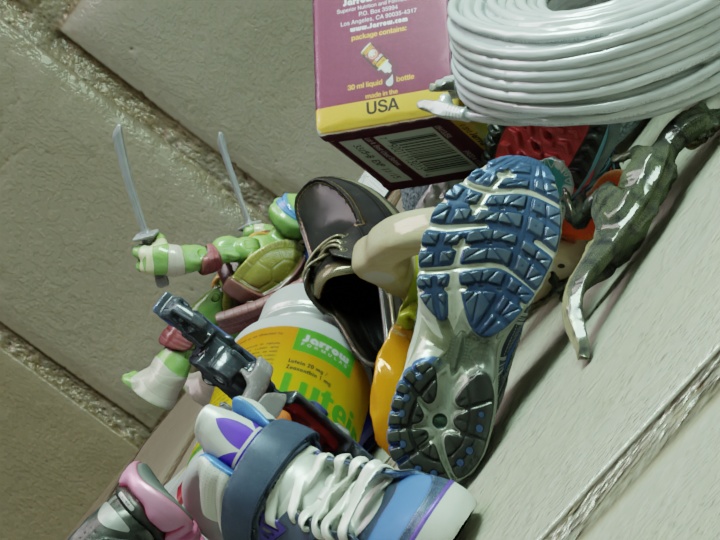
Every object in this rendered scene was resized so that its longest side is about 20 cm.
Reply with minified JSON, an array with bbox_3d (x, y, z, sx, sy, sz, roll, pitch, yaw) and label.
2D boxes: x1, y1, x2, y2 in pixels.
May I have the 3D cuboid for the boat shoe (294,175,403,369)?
[{"bbox_3d":[0.000,0.000,1.802,0.075,0.073,0.200,-54,49,23],"label":"boat shoe"}]

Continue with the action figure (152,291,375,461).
[{"bbox_3d":[-0.072,0.111,1.594,0.105,0.200,0.193,-50,10,-8],"label":"action figure"}]

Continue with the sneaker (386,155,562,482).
[{"bbox_3d":[0.063,0.028,1.468,0.085,0.077,0.200,51,-121,-82],"label":"sneaker"}]

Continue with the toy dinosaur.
[{"bbox_3d":[0.142,-0.022,1.435,0.200,0.047,0.088,-59,14,-28],"label":"toy dinosaur"}]

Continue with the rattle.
[{"bbox_3d":[0.082,0.022,1.556,0.200,0.130,0.143,-11,46,41],"label":"rattle"}]

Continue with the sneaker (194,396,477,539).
[{"bbox_3d":[-0.030,0.125,1.387,0.081,0.146,0.200,-55,5,-21],"label":"sneaker"}]

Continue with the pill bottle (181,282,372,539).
[{"bbox_3d":[-0.053,0.102,1.795,0.111,0.111,0.200,-49,16,38],"label":"pill bottle"}]

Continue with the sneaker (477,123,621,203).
[{"bbox_3d":[0.129,-0.075,1.628,0.095,0.079,0.200,-29,-15,-29],"label":"sneaker"}]

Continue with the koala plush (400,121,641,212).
[{"bbox_3d":[0.093,-0.098,1.806,0.177,0.184,0.200,-75,11,-79],"label":"koala plush"}]

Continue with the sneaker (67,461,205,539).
[{"bbox_3d":[-0.146,0.215,1.738,0.095,0.079,0.200,-43,-38,-12],"label":"sneaker"}]

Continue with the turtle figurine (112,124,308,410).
[{"bbox_3d":[-0.123,0.000,1.943,0.194,0.200,0.144,-63,-1,15],"label":"turtle figurine"}]

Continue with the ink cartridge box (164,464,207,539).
[{"bbox_3d":[-0.146,0.234,2.054,0.146,0.083,0.200,-56,6,-28],"label":"ink cartridge box"}]

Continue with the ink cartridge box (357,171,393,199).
[{"bbox_3d":[-0.007,0.000,1.980,0.200,0.050,0.109,-56,15,4],"label":"ink cartridge box"}]

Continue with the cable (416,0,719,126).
[{"bbox_3d":[0.151,-0.149,1.508,0.200,0.069,0.200,-30,26,-31],"label":"cable"}]

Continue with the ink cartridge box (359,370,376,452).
[{"bbox_3d":[0.001,0.092,1.928,0.198,0.047,0.200,-49,4,31],"label":"ink cartridge box"}]

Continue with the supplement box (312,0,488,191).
[{"bbox_3d":[0.036,-0.171,1.672,0.131,0.103,0.200,35,-130,-62],"label":"supplement box"}]
